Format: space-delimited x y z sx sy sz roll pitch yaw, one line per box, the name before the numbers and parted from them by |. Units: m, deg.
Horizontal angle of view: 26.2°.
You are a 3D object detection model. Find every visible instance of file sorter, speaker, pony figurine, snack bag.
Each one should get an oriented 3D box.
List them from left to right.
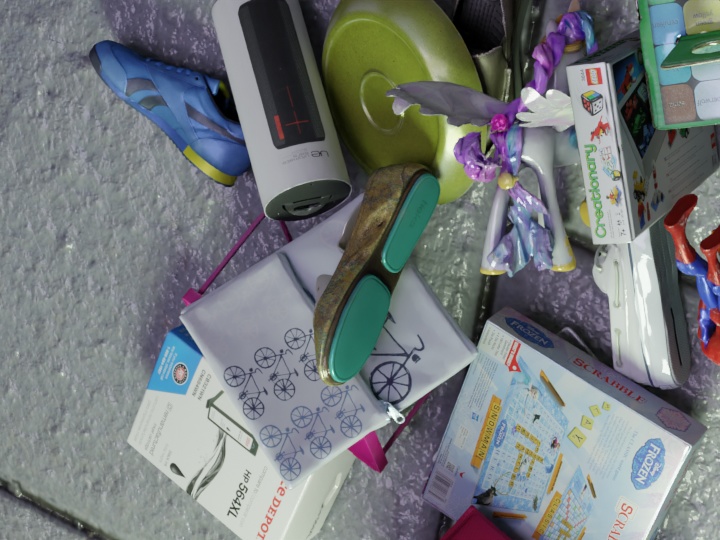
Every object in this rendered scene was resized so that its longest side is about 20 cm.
speaker | -0.069 -0.147 1.347 0.081 0.081 0.202 -29 66 35
file sorter | -0.031 0.056 1.369 0.199 0.139 0.126 35 77 19
snack bag | -0.025 0.054 1.283 0.199 0.021 0.189 -32 67 -6
pony figurine | 0.132 -0.101 1.199 0.165 0.192 0.203 9 109 34

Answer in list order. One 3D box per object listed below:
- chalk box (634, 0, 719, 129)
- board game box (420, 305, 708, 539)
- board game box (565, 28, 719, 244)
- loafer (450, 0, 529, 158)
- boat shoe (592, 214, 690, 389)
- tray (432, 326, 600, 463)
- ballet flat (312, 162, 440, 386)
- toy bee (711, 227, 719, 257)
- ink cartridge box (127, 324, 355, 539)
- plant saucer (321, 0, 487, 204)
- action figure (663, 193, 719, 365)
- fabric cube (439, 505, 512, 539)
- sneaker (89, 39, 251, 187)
chalk box | 0.271 -0.173 1.083 0.123 0.199 0.125 -3 102 33
board game box | 0.166 0.164 1.309 0.198 0.041 0.202 32 124 21
board game box | 0.211 -0.109 1.136 0.034 0.200 0.128 -2 106 32
loafer | 0.093 -0.177 1.277 0.074 0.069 0.203 15 111 29
boat shoe | 0.217 0.001 1.244 0.066 0.073 0.203 -1 103 31
tray | 0.157 0.146 1.357 0.108 0.022 0.200 50 124 12
ballet flat | 0.000 0.000 1.262 0.070 0.071 0.202 17 72 28
toy bee | 0.361 -0.036 1.139 0.199 0.108 0.133 21 125 54
ink cartridge box | -0.111 0.158 1.496 0.199 0.084 0.147 36 120 21
plant saucer | 0.027 -0.146 1.310 0.199 0.031 0.202 32 135 40
action figure | 0.279 0.025 1.175 0.065 0.052 0.201 33 159 41
fabric cube | 0.096 0.366 1.318 0.199 0.196 0.201 39 147 19
sneaker | -0.169 -0.168 1.459 0.200 0.066 0.079 41 110 16
